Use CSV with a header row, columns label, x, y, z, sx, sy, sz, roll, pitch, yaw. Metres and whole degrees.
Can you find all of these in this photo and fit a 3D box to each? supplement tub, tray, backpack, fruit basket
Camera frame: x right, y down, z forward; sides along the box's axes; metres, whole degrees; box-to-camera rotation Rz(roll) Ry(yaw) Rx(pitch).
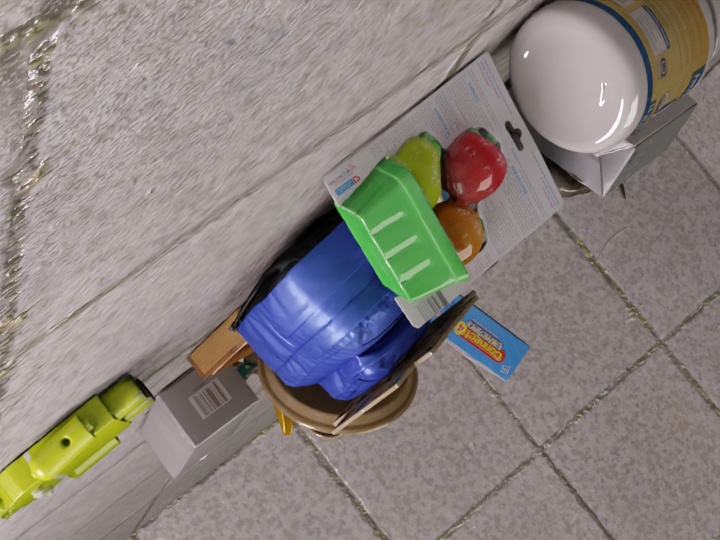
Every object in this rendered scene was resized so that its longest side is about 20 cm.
label,x,y,z,sx,sy,sz,roll,pitch,yaw
supplement tub,0.251,-0.213,1.394,0.200,0.145,0.145,-34,172,-41
tray,-0.116,0.062,1.715,0.099,0.037,0.200,-43,173,27
backpack,-0.011,0.028,1.484,0.163,0.168,0.200,-49,178,-29
fruit basket,0.081,-0.075,1.365,0.200,0.186,0.094,-42,-150,-17

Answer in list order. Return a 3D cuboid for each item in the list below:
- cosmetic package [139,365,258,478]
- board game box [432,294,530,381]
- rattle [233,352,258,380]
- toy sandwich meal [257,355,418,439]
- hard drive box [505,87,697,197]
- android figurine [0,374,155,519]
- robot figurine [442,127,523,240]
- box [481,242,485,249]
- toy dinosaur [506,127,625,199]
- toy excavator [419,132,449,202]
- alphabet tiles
label,x,y,z,sx,sy,sz,roll,pitch,yaw
cosmetic package,-0.207,0.185,1.836,0.107,0.090,0.200,-37,176,-25
board game box,0.100,0.051,1.893,0.056,0.195,0.200,-55,-164,-2
rattle,-0.104,0.082,1.920,0.198,0.144,0.130,-2,-152,-6
toy sandwich meal,-0.029,0.121,1.665,0.205,0.205,0.071,-35,150,-36
hard drive box,0.272,-0.183,1.649,0.200,0.156,0.077,-31,156,-51
android figurine,-0.297,0.184,1.478,0.200,0.041,0.182,-41,175,-7
robot figurine,0.113,-0.082,1.674,0.169,0.113,0.200,21,130,-36
box,0.131,-0.068,1.852,0.148,0.125,0.200,-39,173,0
toy dinosaur,0.241,-0.121,1.700,0.102,0.200,0.077,-23,141,-12
toy excavator,0.072,-0.058,1.503,0.099,0.196,0.200,-25,-163,-8
alphabet tiles,0.046,0.097,1.523,0.166,0.006,0.200,-48,-176,-41
